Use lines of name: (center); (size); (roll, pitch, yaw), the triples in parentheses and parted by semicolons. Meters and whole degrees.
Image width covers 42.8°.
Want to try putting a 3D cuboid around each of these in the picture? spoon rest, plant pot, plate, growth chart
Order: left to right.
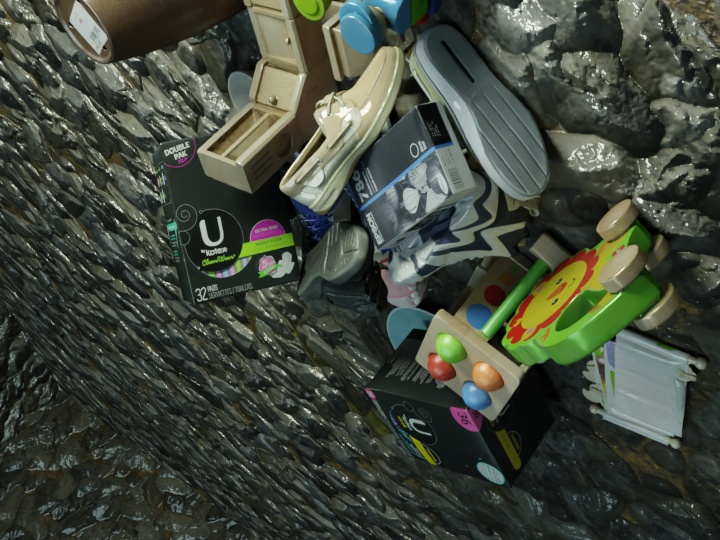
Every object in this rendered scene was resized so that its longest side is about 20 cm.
plant pot: (-0.242, -0.330, 1.043); (0.185, 0.200, 0.189); (31, 150, 20)
spoon rest: (-0.101, -0.188, 1.197); (0.199, 0.061, 0.100); (36, 151, 13)
plate: (0.123, 0.123, 1.360); (0.198, 0.026, 0.202); (32, 149, 22)
growth chart: (0.335, 0.140, 1.108); (0.143, 0.018, 0.202); (28, 148, 30)

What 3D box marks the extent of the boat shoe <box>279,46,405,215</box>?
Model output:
boat shoe: (-0.020, -0.159, 0.997); (0.064, 0.202, 0.072); (26, -160, -19)

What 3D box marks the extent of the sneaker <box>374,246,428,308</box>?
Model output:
sneaker: (0.065, -0.015, 1.207); (0.104, 0.076, 0.200); (33, 146, -12)

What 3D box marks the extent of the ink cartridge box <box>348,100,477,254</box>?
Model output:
ink cartridge box: (0.041, -0.090, 0.989); (0.200, 0.039, 0.101); (-38, 74, 56)

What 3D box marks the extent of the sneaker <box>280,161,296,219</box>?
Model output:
sneaker: (-0.144, -0.118, 1.323); (0.198, 0.085, 0.079); (9, 137, 49)

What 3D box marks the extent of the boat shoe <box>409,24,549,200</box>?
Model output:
boat shoe: (0.123, -0.160, 0.944); (0.202, 0.071, 0.062); (56, 165, -2)

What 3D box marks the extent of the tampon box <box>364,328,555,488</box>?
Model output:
tampon box: (0.136, 0.183, 1.262); (0.198, 0.126, 0.151); (4, 134, 50)

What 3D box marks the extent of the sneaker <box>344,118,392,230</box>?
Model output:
sneaker: (-0.006, -0.118, 1.125); (0.202, 0.080, 0.071); (88, 160, -49)

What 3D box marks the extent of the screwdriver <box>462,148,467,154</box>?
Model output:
screwdriver: (0.082, -0.120, 1.075); (0.029, 0.028, 0.200); (19, 161, -17)

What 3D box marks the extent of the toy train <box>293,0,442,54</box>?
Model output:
toy train: (-0.026, -0.289, 0.899); (0.198, 0.116, 0.085); (32, 150, 22)

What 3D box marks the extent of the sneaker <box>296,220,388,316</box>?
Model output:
sneaker: (0.000, 0.000, 1.116); (0.112, 0.078, 0.199); (14, 159, -15)

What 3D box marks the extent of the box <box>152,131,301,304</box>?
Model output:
box: (-0.175, -0.072, 1.187); (0.124, 0.146, 0.205); (-179, 77, -72)

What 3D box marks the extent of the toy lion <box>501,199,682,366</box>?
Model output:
toy lion: (0.216, 0.031, 0.910); (0.069, 0.200, 0.191); (43, 115, -7)

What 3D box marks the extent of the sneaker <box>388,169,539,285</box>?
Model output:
sneaker: (0.122, -0.036, 1.031); (0.127, 0.081, 0.200); (10, 142, -26)

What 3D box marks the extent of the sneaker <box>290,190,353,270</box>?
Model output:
sneaker: (-0.044, -0.044, 1.212); (0.079, 0.118, 0.200); (-2, 160, 6)

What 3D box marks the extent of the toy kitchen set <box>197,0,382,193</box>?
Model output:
toy kitchen set: (-0.087, -0.214, 1.016); (0.161, 0.181, 0.202); (22, 145, 32)

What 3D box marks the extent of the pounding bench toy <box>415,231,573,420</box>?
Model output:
pounding bench toy: (0.163, 0.059, 1.078); (0.123, 0.156, 0.201); (36, 151, 12)
